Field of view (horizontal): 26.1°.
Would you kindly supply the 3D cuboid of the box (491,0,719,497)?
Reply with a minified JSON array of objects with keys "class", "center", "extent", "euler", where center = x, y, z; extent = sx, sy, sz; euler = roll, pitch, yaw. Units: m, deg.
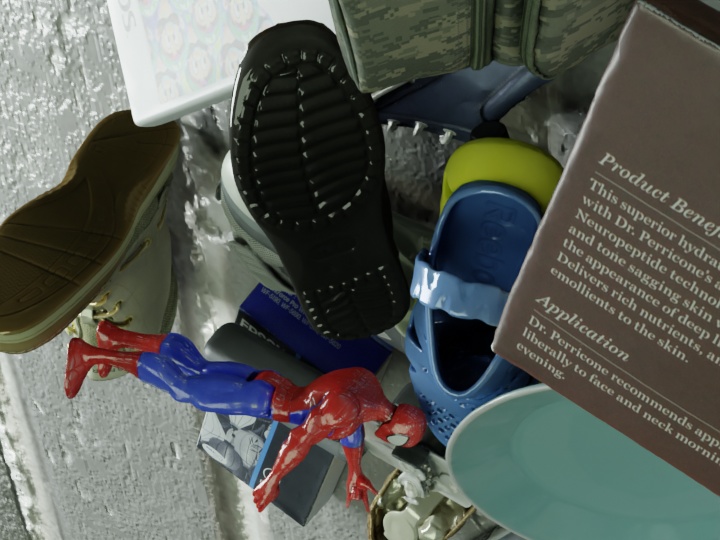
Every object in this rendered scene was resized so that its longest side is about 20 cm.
[{"class":"box","center":[0.182,-0.031,0.645],"extent":[0.165,0.164,0.201],"euler":[33,137,14]}]

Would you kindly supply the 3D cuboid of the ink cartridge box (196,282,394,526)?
[{"class":"ink cartridge box","center":[-0.044,0.077,1.011],"extent":[0.099,0.039,0.201],"euler":[34,137,14]}]

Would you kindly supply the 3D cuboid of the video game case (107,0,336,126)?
[{"class":"video game case","center":[-0.069,-0.184,0.783],"extent":[0.199,0.024,0.184],"euler":[-13,89,44]}]

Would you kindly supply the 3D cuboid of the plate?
[{"class":"plate","center":[0.142,0.099,0.785],"extent":[0.198,0.026,0.201],"euler":[10,148,6]}]

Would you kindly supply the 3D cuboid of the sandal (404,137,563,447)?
[{"class":"sandal","center":[0.054,0.031,0.772],"extent":[0.079,0.087,0.201],"euler":[12,138,13]}]

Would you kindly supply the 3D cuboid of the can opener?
[{"class":"can opener","center":[-0.005,0.081,0.918],"extent":[0.199,0.067,0.053],"euler":[22,155,30]}]

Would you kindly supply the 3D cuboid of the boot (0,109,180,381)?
[{"class":"boot","center":[-0.165,0.017,0.942],"extent":[0.071,0.201,0.156],"euler":[16,134,12]}]

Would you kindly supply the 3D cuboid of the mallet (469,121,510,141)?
[{"class":"mallet","center":[0.093,0.004,0.813],"extent":[0.065,0.041,0.201],"euler":[-6,130,40]}]

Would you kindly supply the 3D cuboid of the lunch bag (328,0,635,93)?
[{"class":"lunch bag","center":[0.062,-0.161,0.604],"extent":[0.200,0.166,0.141],"euler":[73,-172,-78]}]

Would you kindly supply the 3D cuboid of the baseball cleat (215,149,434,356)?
[{"class":"baseball cleat","center":[0.000,0.000,0.904],"extent":[0.200,0.070,0.107],"euler":[43,153,6]}]

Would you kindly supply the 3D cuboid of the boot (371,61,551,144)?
[{"class":"boot","center":[0.021,-0.092,0.798],"extent":[0.090,0.073,0.200],"euler":[48,141,-6]}]

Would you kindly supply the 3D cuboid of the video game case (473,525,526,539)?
[{"class":"video game case","center":[0.133,0.258,1.021],"extent":[0.200,0.023,0.182],"euler":[47,138,-1]}]

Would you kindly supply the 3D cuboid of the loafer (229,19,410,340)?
[{"class":"loafer","center":[-0.024,-0.049,0.767],"extent":[0.072,0.072,0.201],"euler":[-12,138,-1]}]

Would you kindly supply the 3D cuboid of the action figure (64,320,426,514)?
[{"class":"action figure","center":[-0.061,0.091,0.855],"extent":[0.198,0.065,0.100],"euler":[7,107,16]}]

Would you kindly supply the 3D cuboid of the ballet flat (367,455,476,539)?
[{"class":"ballet flat","center":[0.057,0.123,0.944],"extent":[0.070,0.065,0.201],"euler":[37,138,10]}]
